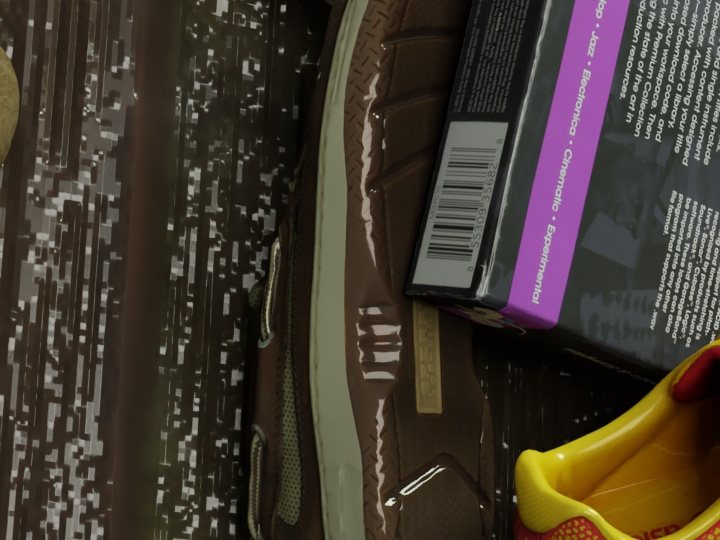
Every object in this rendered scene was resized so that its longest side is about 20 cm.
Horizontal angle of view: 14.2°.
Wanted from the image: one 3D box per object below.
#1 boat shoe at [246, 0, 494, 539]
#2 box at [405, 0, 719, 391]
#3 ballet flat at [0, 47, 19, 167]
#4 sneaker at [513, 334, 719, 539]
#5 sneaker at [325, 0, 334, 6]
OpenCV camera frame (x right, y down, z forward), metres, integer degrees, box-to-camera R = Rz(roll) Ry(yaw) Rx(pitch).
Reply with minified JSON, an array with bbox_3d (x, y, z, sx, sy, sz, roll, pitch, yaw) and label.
[{"bbox_3d":[-0.004,-0.001,0.849,0.075,0.075,0.204,17,73,-44],"label":"boat shoe"},{"bbox_3d":[0.104,-0.034,0.877,0.199,0.036,0.144,22,77,-42],"label":"box"},{"bbox_3d":[-0.165,-0.014,0.782,0.199,0.072,0.068,-25,102,-29],"label":"ballet flat"},{"bbox_3d":[0.134,0.046,0.837,0.199,0.077,0.073,-27,44,-22],"label":"sneaker"},{"bbox_3d":[0.027,-0.171,0.917,0.088,0.075,0.201,24,66,-16],"label":"sneaker"}]
